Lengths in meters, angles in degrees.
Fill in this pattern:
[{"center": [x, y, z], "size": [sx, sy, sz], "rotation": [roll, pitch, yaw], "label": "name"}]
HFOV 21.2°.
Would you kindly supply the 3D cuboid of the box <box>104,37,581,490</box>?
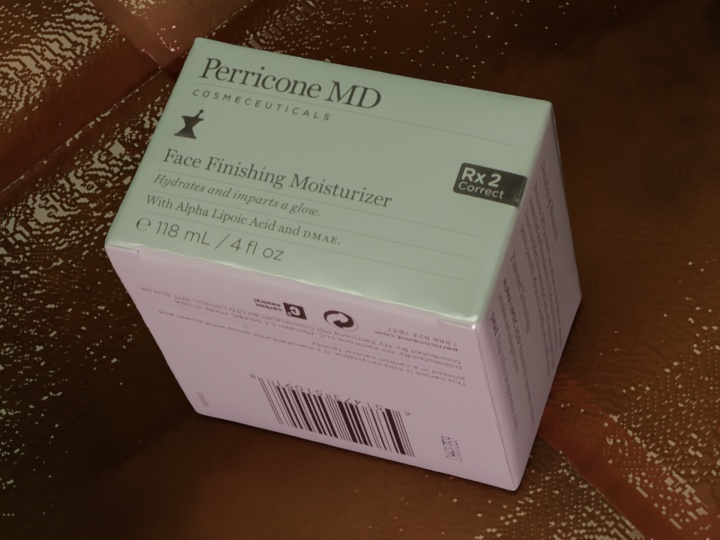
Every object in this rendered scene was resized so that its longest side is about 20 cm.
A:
[{"center": [0.000, 0.000, 1.010], "size": [0.198, 0.200, 0.131], "rotation": [12, 63, 17], "label": "box"}]
